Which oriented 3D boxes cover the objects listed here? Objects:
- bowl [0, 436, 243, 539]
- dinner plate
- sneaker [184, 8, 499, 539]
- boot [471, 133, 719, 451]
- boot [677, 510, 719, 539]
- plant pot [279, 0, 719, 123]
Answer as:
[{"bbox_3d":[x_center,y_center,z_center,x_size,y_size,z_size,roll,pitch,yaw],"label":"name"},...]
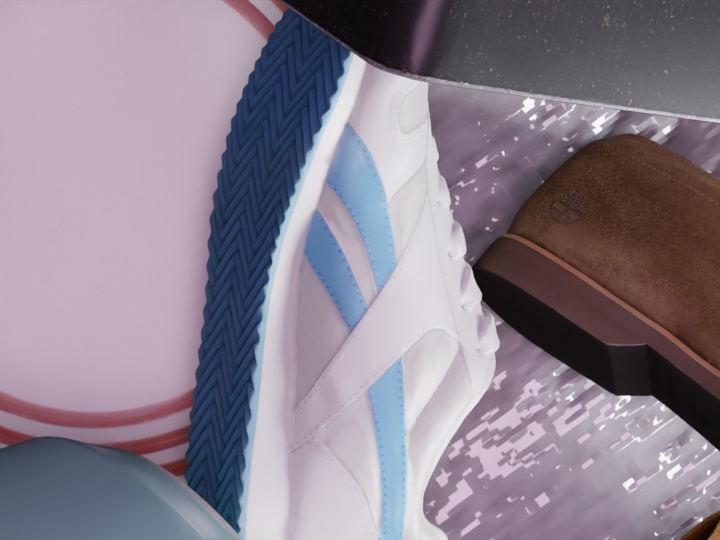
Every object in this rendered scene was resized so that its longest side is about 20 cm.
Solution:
[{"bbox_3d":[-0.082,0.128,0.855,0.105,0.201,0.201,-38,99,-23],"label":"bowl"},{"bbox_3d":[-0.084,-0.026,0.916,0.200,0.024,0.201,-1,95,-9],"label":"dinner plate"},{"bbox_3d":[0.000,0.000,0.888,0.081,0.077,0.200,7,96,-22],"label":"sneaker"},{"bbox_3d":[0.137,0.029,0.912,0.200,0.074,0.075,36,76,11],"label":"boot"},{"bbox_3d":[0.166,0.131,0.940,0.201,0.071,0.144,-38,98,0],"label":"boot"},{"bbox_3d":[0.072,-0.156,0.799,0.199,0.200,0.178,6,108,-29],"label":"plant pot"}]
